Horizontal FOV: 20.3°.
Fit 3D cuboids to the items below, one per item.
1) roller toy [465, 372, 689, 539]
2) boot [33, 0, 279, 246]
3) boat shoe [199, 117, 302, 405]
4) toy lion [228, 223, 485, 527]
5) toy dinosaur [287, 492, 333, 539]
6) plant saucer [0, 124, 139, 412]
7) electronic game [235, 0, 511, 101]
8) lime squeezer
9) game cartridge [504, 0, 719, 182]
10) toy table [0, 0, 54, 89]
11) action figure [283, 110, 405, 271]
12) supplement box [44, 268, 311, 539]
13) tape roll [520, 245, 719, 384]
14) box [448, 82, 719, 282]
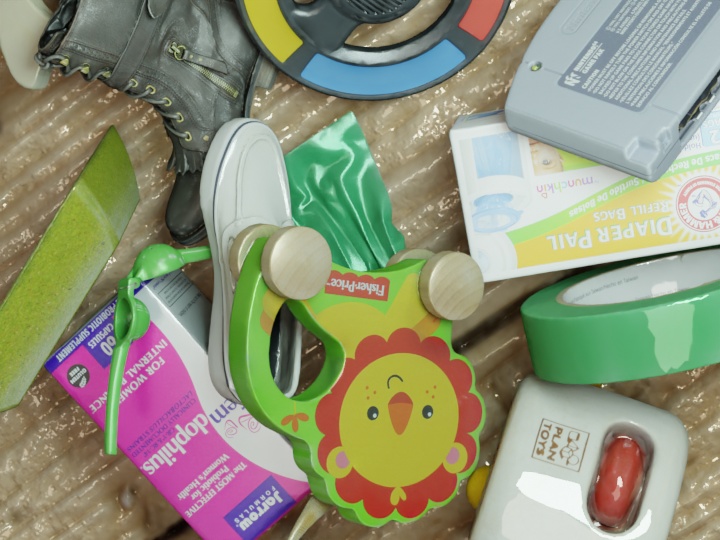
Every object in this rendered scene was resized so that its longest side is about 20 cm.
[{"bbox_3d":[0.142,0.168,1.416,0.139,0.182,0.201,18,102,4],"label":"roller toy"},{"bbox_3d":[-0.152,-0.130,1.412,0.173,0.069,0.201,16,93,-37],"label":"boot"},{"bbox_3d":[-0.068,-0.006,1.394,0.066,0.072,0.201,-2,84,50],"label":"boat shoe"},{"bbox_3d":[0.000,0.075,1.362,0.199,0.069,0.193,9,88,-32],"label":"toy lion"},{"bbox_3d":[-0.007,0.128,1.418,0.058,0.200,0.102,-25,91,29],"label":"toy dinosaur"},{"bbox_3d":[-0.218,0.008,1.428,0.048,0.200,0.200,31,103,-8],"label":"plant saucer"},{"bbox_3d":[0.010,-0.207,1.390,0.199,0.042,0.201,-2,123,-3],"label":"electronic game"},{"bbox_3d":[-0.143,0.029,1.403,0.200,0.038,0.071,-56,129,-22],"label":"lime squeezer"},{"bbox_3d":[0.190,-0.152,1.356,0.133,0.041,0.200,26,62,28],"label":"game cartridge"},{"bbox_3d":[-0.241,-0.236,1.404,0.117,0.184,0.201,25,115,18],"label":"toy table"},{"bbox_3d":[0.000,0.000,1.469,0.118,0.055,0.201,-33,91,10],"label":"action figure"},{"bbox_3d":[-0.121,0.100,1.479,0.101,0.103,0.200,-42,95,11],"label":"supplement box"},{"bbox_3d":[0.210,0.025,1.372,0.199,0.200,0.048,-13,97,9],"label":"tape roll"},{"bbox_3d":[0.171,-0.067,1.411,0.199,0.101,0.113,-10,99,9],"label":"box"}]
